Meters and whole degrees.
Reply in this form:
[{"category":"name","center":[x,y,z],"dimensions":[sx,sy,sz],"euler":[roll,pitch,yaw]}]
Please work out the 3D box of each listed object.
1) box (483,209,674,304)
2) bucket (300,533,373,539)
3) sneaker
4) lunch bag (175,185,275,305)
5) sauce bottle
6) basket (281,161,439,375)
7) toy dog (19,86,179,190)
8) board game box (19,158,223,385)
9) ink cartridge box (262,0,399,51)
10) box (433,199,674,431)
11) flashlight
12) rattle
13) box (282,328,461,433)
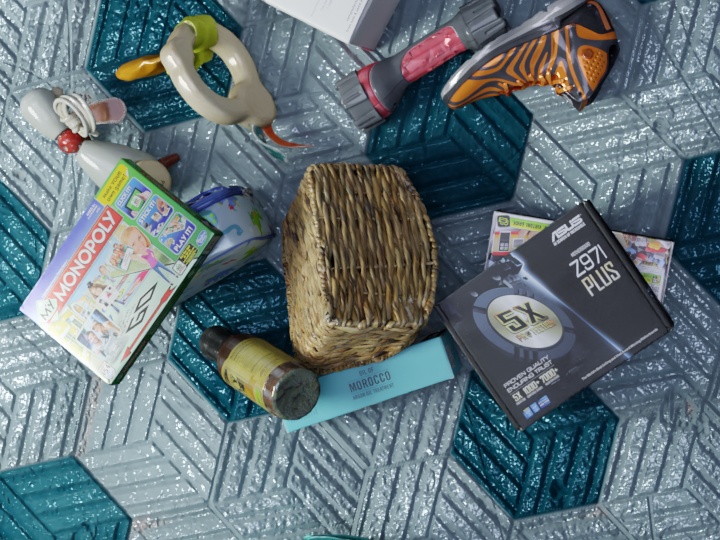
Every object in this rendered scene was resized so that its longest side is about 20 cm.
[{"category":"box","center":[0.237,0.003,1.711],"dimensions":[0.199,0.035,0.111],"euler":[10,95,10]},{"category":"bucket","center":[-0.022,0.390,1.716],"dimensions":[0.206,0.135,0.209],"euler":[-1,85,11]},{"category":"sneaker","center":[0.191,-0.209,1.687],"dimensions":[0.199,0.078,0.112],"euler":[-33,86,10]},{"category":"lunch bag","center":[-0.198,-0.018,1.726],"dimensions":[0.199,0.161,0.083],"euler":[-31,87,11]},{"category":"sauce bottle","center":[-0.117,0.107,1.713],"dimensions":[0.064,0.200,0.065],"euler":[-9,108,-29]},{"category":"basket","center":[0.000,0.000,1.701],"dimensions":[0.142,0.149,0.201],"euler":[0,64,-17]},{"category":"toy dog","center":[-0.281,-0.144,1.765],"dimensions":[0.131,0.096,0.200],"euler":[-6,127,47]},{"category":"board game box","center":[-0.254,0.002,1.646],"dimensions":[0.134,0.029,0.200],"euler":[37,100,11]},{"category":"ink cartridge box","center":[-0.067,-0.321,1.693],"dimensions":[0.199,0.146,0.085],"euler":[30,99,8]},{"category":"box","center":[0.207,0.046,1.657],"dimensions":[0.199,0.086,0.164],"euler":[-34,86,11]},{"category":"flashlight","center":[0.070,-0.230,1.711],"dimensions":[0.199,0.068,0.068],"euler":[-30,77,13]},{"category":"rattle","center":[-0.169,-0.177,1.761],"dimensions":[0.143,0.130,0.200],"euler":[-35,113,21]},{"category":"box","center":[0.010,0.123,1.736],"dimensions":[0.199,0.082,0.049],"euler":[-19,91,11]}]
